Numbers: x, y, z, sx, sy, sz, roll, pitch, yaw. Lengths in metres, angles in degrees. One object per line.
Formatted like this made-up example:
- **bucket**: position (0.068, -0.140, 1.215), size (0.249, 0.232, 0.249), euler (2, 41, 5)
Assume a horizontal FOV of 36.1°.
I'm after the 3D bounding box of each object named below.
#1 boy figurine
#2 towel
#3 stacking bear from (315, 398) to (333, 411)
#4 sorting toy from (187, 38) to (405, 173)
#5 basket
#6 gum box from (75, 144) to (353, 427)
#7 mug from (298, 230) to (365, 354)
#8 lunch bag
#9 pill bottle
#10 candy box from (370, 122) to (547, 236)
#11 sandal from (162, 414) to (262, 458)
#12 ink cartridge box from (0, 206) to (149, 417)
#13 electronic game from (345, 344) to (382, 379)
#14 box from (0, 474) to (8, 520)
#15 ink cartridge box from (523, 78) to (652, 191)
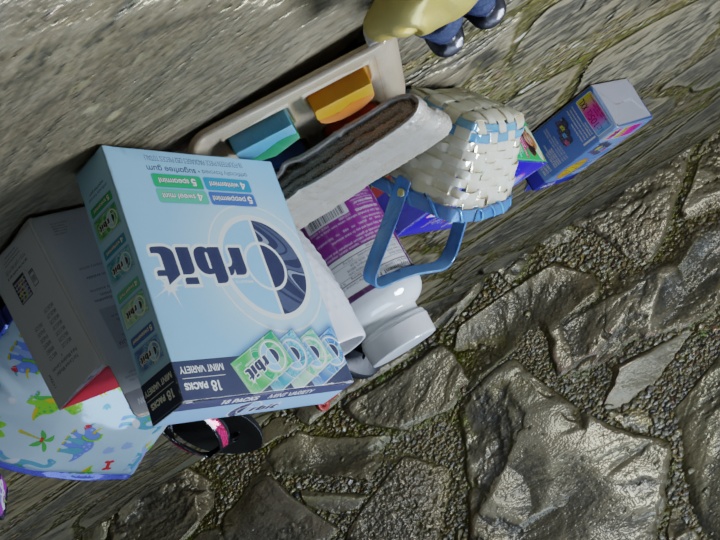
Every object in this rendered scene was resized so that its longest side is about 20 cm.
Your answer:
- **boy figurine**: position (0.048, -0.201, 0.776), size (0.123, 0.065, 0.200), euler (-33, 170, 14)
- **towel**: position (-0.014, -0.096, 1.008), size (0.198, 0.035, 0.132), euler (-31, 172, 16)
- **stacking bear**: position (-0.095, 0.088, 1.316), size (0.113, 0.199, 0.123), euler (-26, -144, 37)
- **sorting toy**: position (-0.044, -0.124, 0.957), size (0.198, 0.037, 0.185), euler (-32, 170, 1)
- **basket**: position (0.080, -0.084, 1.142), size (0.175, 0.138, 0.203), euler (-15, 124, -58)
- **gum box**: position (-0.108, 0.008, 0.833), size (0.168, 0.203, 0.044), euler (0, 151, -48)
- **mug**: position (-0.120, 0.040, 1.130), size (0.198, 0.177, 0.148), euler (-30, 170, -2)
- **lunch bag**: position (-0.265, 0.096, 1.007), size (0.198, 0.128, 0.171), euler (10, 124, -49)
- **pill bottle**: position (0.000, 0.000, 1.228), size (0.111, 0.202, 0.112), euler (-29, 171, -5)
- **candy box**: position (0.127, -0.121, 1.394), size (0.168, 0.078, 0.199), euler (-34, 171, 23)
- **sandal**: position (-0.178, 0.165, 1.176), size (0.074, 0.046, 0.199), euler (-31, 139, 19)
- **ink cartridge box**: position (-0.176, 0.033, 0.923), size (0.084, 0.177, 0.199), euler (-37, 168, 38)
- **electronic game**: position (-0.039, 0.038, 1.301), size (0.041, 0.202, 0.199), euler (-36, 169, 22)
- **box**: position (-0.388, 0.155, 0.925), size (0.140, 0.037, 0.201), euler (-2, 144, -4)
- **ink cartridge box**: position (0.314, -0.192, 1.636), size (0.199, 0.077, 0.136), euler (-37, 169, 38)
